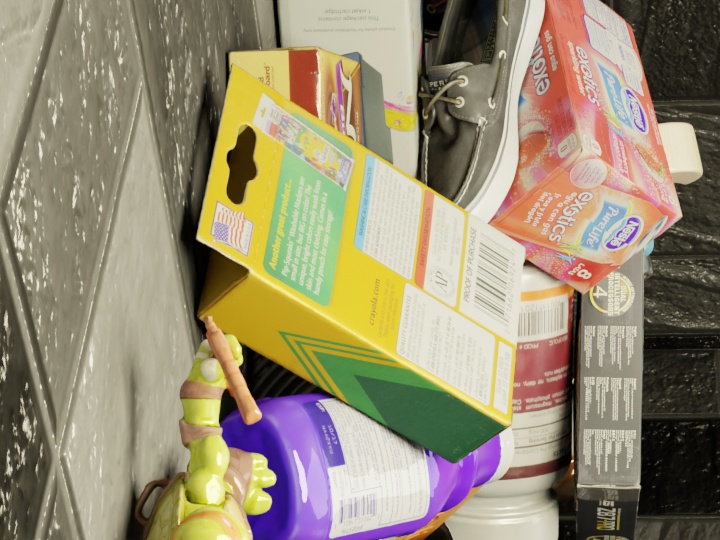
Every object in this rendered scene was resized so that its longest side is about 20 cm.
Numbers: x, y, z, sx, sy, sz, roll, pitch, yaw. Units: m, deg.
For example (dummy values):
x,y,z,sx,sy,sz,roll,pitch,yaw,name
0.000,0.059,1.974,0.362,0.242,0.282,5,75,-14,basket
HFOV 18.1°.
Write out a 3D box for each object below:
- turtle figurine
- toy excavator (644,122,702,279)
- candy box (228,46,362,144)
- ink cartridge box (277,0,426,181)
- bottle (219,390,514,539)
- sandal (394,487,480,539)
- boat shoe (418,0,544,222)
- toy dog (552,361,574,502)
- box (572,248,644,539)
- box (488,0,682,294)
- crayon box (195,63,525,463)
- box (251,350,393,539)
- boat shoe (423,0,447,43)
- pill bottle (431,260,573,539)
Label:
x,y,z,sx,sy,sz,roll,pitch,yaw,name
-0.064,0.125,0.967,0.161,0.064,0.202,103,-21,-84,turtle figurine
0.165,-0.048,1.638,0.200,0.193,0.101,16,61,-69,toy excavator
-0.034,-0.068,1.322,0.200,0.056,0.118,-36,125,-84,candy box
-0.002,-0.142,1.492,0.146,0.087,0.202,-79,169,-62,ink cartridge box
0.007,0.102,1.205,0.199,0.065,0.084,-5,82,-51,bottle
0.038,0.191,1.493,0.059,0.079,0.207,57,-43,15,sandal
0.068,-0.118,1.453,0.066,0.070,0.201,37,62,-40,boat shoe
0.092,0.123,1.798,0.194,0.198,0.141,77,13,-64,toy dog
0.171,0.076,1.573,0.161,0.049,0.202,74,18,-68,box
0.133,-0.099,1.512,0.102,0.095,0.201,30,35,-32,box
-0.008,-0.002,1.169,0.051,0.199,0.126,-38,-149,39,crayon box
-0.021,0.116,1.297,0.068,0.081,0.202,68,20,-75,box
0.036,-0.187,1.606,0.074,0.063,0.201,-40,-177,-33,boat shoe
0.090,0.088,1.550,0.114,0.113,0.202,-60,151,-78,pill bottle
